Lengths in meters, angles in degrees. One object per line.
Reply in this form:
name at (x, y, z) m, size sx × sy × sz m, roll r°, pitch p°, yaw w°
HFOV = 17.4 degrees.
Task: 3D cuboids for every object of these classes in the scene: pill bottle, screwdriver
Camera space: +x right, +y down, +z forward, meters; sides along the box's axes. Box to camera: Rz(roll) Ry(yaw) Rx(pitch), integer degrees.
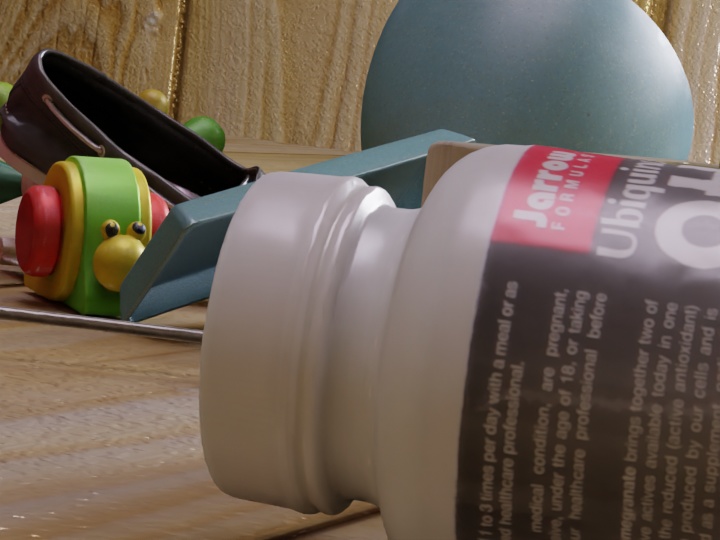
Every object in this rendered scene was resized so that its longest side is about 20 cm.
pill bottle at (0.068, 0.029, 0.557) m, size 0.199 × 0.111 × 0.111 m, roll 8°, pitch 5°, yaw 14°
screwdriver at (-0.063, 0.023, 0.903) m, size 0.199 × 0.028 × 0.029 m, roll 10°, pitch 34°, yaw -4°

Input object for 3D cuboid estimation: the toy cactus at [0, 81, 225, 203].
toy cactus at (-0.168, -0.046, 1.269) m, size 0.199 × 0.103 × 0.165 m, roll 3°, pitch 15°, yaw -15°

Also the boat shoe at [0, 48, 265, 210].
boat shoe at (-0.089, -0.044, 1.162) m, size 0.199 × 0.057 × 0.067 m, roll 27°, pitch 31°, yaw 6°

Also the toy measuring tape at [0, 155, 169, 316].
toy measuring tape at (-0.137, -0.023, 1.114) m, size 0.073 × 0.074 × 0.200 m, roll 4°, pitch 6°, yaw -22°

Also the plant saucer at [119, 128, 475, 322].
plant saucer at (-0.028, -0.024, 1.068) m, size 0.200 × 0.070 × 0.019 m, roll -18°, pitch 63°, yaw -47°

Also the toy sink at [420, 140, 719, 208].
toy sink at (0.128, 0.018, 0.752) m, size 0.130 × 0.113 × 0.200 m, roll 2°, pitch 7°, yaw -39°

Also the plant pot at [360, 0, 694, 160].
plant pot at (0.081, -0.065, 1.371) m, size 0.199 × 0.201 × 0.135 m, roll 8°, pitch 41°, yaw 21°
